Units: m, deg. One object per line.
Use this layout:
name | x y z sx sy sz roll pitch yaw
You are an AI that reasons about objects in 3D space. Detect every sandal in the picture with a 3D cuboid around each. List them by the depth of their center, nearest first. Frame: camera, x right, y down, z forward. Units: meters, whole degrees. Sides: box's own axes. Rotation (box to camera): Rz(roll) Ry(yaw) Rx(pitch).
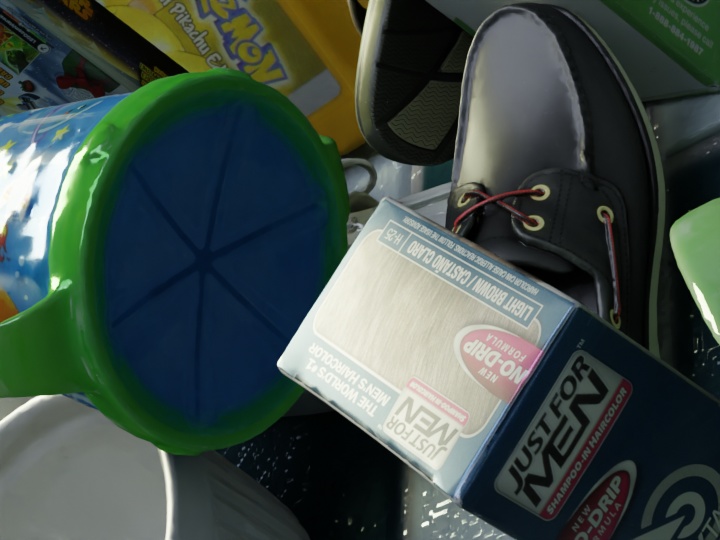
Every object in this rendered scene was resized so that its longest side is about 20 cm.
sandal | 0.025 -0.129 0.879 0.057 0.080 0.201 -22 53 41

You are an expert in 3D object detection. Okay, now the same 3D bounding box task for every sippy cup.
sippy cup | -0.096 -0.008 0.805 0.130 0.178 0.140 7 83 42

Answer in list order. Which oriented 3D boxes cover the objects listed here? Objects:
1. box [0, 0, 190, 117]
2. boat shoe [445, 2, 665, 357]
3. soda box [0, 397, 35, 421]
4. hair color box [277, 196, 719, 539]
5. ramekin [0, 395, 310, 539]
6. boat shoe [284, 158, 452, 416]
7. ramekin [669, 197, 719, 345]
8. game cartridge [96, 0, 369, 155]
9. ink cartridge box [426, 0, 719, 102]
box | -0.126 -0.047 0.953 0.137 0.200 0.040 -30 38 33
boat shoe | 0.064 -0.004 0.753 0.074 0.063 0.202 -12 72 31
soda box | -0.160 0.085 0.967 0.200 0.063 0.068 -63 30 23
hair color box | 0.083 0.061 0.610 0.061 0.200 0.100 -58 35 -1
ramekin | -0.101 0.154 0.852 0.200 0.105 0.201 -31 43 34
boat shoe | -0.002 -0.002 0.877 0.202 0.075 0.086 -21 49 38
ramekin | 0.175 0.038 0.525 0.098 0.200 0.200 -39 38 13
game cartridge | -0.070 -0.116 0.970 0.200 0.176 0.032 -30 12 35
ink cartridge box | 0.094 -0.186 0.837 0.084 0.146 0.200 -5 59 49
